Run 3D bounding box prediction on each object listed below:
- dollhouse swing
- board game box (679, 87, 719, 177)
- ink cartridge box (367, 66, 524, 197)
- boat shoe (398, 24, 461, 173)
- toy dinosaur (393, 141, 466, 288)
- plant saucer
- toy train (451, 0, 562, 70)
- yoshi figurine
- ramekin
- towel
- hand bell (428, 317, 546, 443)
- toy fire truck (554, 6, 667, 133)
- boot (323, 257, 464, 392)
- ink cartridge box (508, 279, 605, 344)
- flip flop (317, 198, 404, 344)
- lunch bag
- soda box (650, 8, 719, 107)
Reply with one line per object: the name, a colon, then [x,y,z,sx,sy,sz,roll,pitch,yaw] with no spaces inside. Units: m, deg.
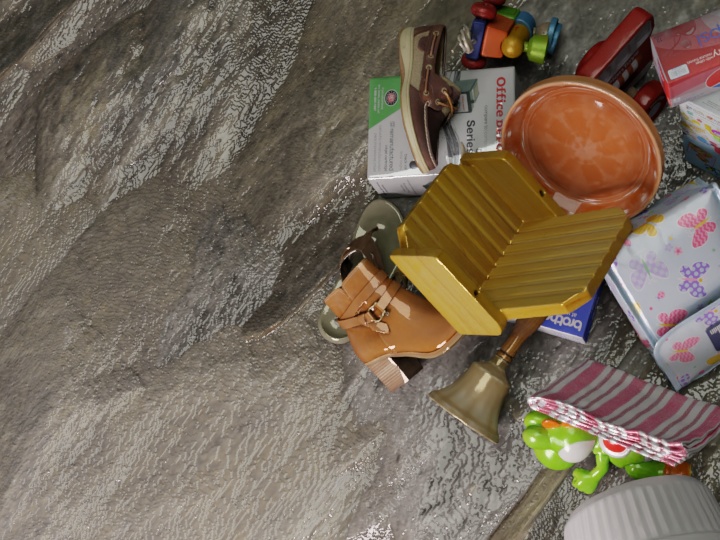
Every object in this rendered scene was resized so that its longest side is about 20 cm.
dollhouse swing: [0.178,-0.049,1.416,0.182,0.175,0.200,46,55,-11]
board game box: [0.451,-0.186,1.450,0.104,0.200,0.104,32,85,22]
ink cartridge box: [0.115,-0.181,1.611,0.197,0.084,0.148,-3,74,15]
boat shoe: [0.091,-0.222,1.548,0.071,0.072,0.202,-8,66,15]
toy dinosaur: [0.111,-0.053,1.529,0.100,0.058,0.202,29,99,7]
plant saucer: [0.264,-0.143,1.456,0.198,0.202,0.032,19,46,21]
toy train: [0.190,-0.291,1.573,0.114,0.200,0.086,15,119,10]
yoshi figurine: [0.289,0.208,1.461,0.197,0.113,0.113,10,118,5]
ramekin: [0.319,0.304,1.362,0.200,0.203,0.095,-20,57,10]
towel: [0.312,0.156,1.416,0.198,0.146,0.030,20,116,33]
hand bell: [0.179,0.098,1.493,0.104,0.104,0.201,34,92,22]
toy fire truck: [0.291,-0.220,1.524,0.200,0.168,0.112,-46,68,0]
boot: [0.055,0.043,1.528,0.200,0.074,0.155,-40,86,25]
ink cartridge box: [0.202,0.018,1.551,0.198,0.044,0.095,17,82,20]
flip flop: [0.000,0.000,1.608,0.080,0.058,0.202,25,83,21]
lunch bag: [0.391,0.018,1.445,0.168,0.127,0.201,-31,97,7]
soda box: [0.420,-0.251,1.331,0.198,0.070,0.064,-20,69,12]
